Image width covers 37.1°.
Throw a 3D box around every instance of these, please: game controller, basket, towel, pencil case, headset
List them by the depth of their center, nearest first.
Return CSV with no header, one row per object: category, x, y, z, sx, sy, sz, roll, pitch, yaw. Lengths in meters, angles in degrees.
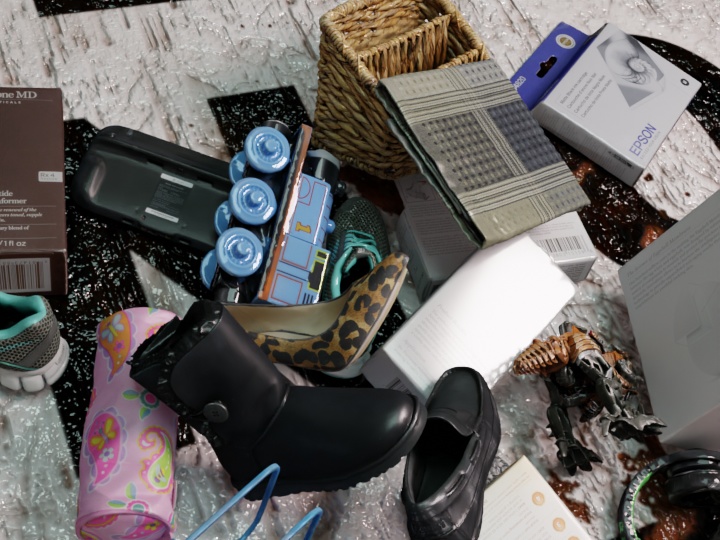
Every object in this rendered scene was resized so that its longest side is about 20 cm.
pencil case,-0.188,0.132,0.891,0.086,0.088,0.203,5,54,-12
headset,0.330,0.209,0.973,0.197,0.095,0.125,-24,64,-16
towel,0.117,-0.117,1.038,0.198,0.035,0.194,-18,71,-46
game controller,-0.188,-0.078,1.076,0.196,0.042,0.106,19,66,-1
basket,0.058,-0.202,1.120,0.141,0.151,0.199,27,37,29

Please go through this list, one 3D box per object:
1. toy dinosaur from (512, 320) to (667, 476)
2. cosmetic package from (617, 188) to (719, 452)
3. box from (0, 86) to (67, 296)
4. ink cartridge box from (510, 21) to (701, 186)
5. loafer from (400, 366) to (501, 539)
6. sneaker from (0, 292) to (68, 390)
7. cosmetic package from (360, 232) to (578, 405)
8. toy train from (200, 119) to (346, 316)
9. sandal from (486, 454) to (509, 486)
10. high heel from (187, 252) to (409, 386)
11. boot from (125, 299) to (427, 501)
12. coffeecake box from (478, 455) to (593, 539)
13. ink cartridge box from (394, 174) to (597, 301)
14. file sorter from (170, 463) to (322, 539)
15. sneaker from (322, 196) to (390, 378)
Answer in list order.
toy dinosaur,0.201,0.107,0.998,0.197,0.102,0.138,0,58,-29
cosmetic package,0.371,0.043,1.023,0.121,0.199,0.203,16,50,-28
box,-0.327,-0.077,1.009,0.098,0.075,0.203,-2,54,-16
ink cartridge box,0.293,-0.221,1.306,0.198,0.041,0.200,34,53,10
loafer,0.071,0.138,0.848,0.067,0.071,0.202,-14,29,21
sneaker,-0.344,0.038,0.899,0.196,0.092,0.079,7,52,-10
cosmetic package,0.104,0.055,1.007,0.102,0.074,0.200,47,63,2
toy train,-0.079,-0.044,1.020,0.112,0.087,0.204,20,66,-16
sandal,0.132,0.245,0.926,0.075,0.048,0.202,-32,82,-23
high heel,-0.058,0.028,0.922,0.142,0.201,0.072,37,25,-3
boot,-0.069,0.094,0.833,0.169,0.198,0.077,53,36,-27
coffeecake box,0.131,0.279,0.844,0.153,0.073,0.201,-35,77,-18
ink cartridge box,0.131,-0.060,1.144,0.196,0.044,0.176,-6,55,-19
file sorter,-0.046,0.268,0.796,0.200,0.140,0.122,42,54,16
sneaker,0.000,0.000,1.032,0.076,0.092,0.203,11,53,-9
